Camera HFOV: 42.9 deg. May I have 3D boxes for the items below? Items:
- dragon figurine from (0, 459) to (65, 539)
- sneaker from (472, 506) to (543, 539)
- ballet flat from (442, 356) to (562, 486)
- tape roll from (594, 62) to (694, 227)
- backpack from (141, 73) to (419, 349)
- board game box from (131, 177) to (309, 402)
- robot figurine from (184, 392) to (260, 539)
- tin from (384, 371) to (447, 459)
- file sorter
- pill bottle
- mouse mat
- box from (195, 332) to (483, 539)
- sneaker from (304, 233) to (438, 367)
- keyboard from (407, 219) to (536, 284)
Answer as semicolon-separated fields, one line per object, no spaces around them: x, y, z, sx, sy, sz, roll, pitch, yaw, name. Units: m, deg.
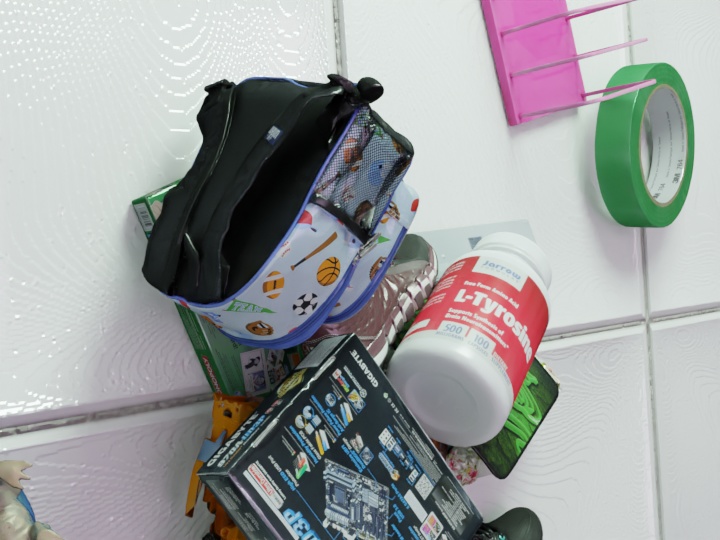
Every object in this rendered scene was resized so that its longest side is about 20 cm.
-0.250;0.169;0.626;0.059;0.099;0.201;-33;90;-34;dragon figurine
0.112;0.287;0.919;0.199;0.075;0.080;-29;104;-38;sneaker
0.147;0.161;0.951;0.200;0.064;0.076;-47;153;-31;ballet flat
0.357;-0.155;1.140;0.199;0.048;0.203;-6;97;-48;tape roll
-0.064;-0.039;0.687;0.154;0.199;0.191;44;72;-34;backpack
-0.096;0.007;0.784;0.134;0.029;0.202;-31;108;-38;board game box
-0.088;0.202;0.748;0.144;0.058;0.202;8;93;-46;robot figurine
0.028;0.157;0.834;0.200;0.041;0.113;-28;110;-62;tin
0.230;-0.281;1.010;0.138;0.125;0.202;-22;102;-38;file sorter
0.109;0.054;0.843;0.113;0.112;0.200;59;40;-21;pill bottle
0.112;0.087;0.910;0.201;0.008;0.161;52;43;-4;mouse mat
-0.007;0.174;0.700;0.159;0.046;0.201;-46;108;-37;box
0.000;0.000;0.807;0.116;0.075;0.201;58;38;-24;sneaker
0.125;-0.021;0.974;0.199;0.011;0.057;-8;70;-42;keyboard
